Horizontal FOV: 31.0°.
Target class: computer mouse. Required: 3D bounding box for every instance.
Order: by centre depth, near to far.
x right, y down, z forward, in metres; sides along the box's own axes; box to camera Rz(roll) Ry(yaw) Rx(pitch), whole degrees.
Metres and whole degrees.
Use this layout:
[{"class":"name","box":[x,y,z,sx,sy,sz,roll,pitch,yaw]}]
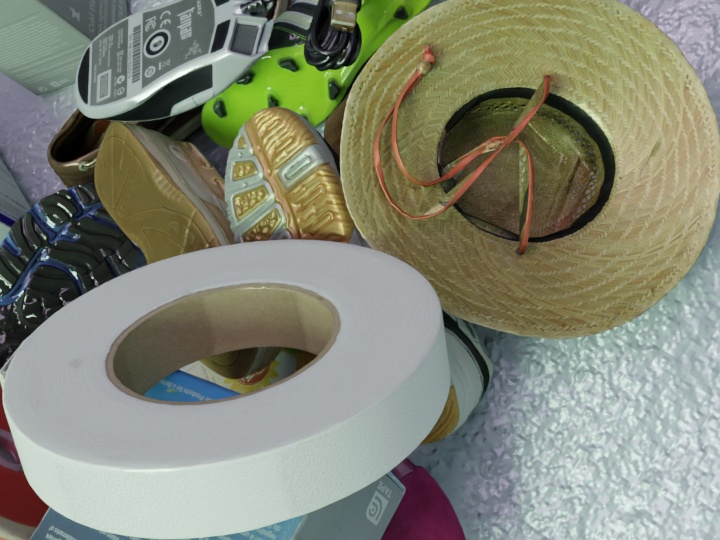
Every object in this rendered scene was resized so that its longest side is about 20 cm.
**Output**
[{"class":"computer mouse","box":[-0.081,-0.138,0.770,0.199,0.044,0.110,-18,58,23]}]

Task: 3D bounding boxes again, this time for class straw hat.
[{"class":"straw hat","box":[0.086,-0.054,0.706,0.200,0.085,0.202,1,82,-4]}]

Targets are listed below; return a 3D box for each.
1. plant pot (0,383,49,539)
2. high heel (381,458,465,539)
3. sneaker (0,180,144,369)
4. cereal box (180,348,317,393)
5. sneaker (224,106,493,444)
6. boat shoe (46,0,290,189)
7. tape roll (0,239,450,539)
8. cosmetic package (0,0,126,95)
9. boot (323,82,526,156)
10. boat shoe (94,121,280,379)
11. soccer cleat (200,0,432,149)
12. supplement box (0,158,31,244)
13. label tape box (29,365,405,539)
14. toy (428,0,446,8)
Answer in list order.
[{"class":"plant pot","box":[-0.236,0.157,0.702,0.177,0.200,0.200,-51,59,15]},{"class":"high heel","box":[-0.042,0.163,0.677,0.200,0.067,0.096,-39,84,8]},{"class":"sneaker","box":[-0.211,0.020,0.816,0.075,0.078,0.200,46,77,-6]},{"class":"cereal box","box":[-0.084,0.125,0.754,0.200,0.040,0.144,-35,62,10]},{"class":"sneaker","box":[0.000,0.000,0.711,0.076,0.088,0.200,-33,84,32]},{"class":"boat shoe","box":[-0.126,-0.129,0.845,0.075,0.075,0.203,37,89,30]},{"class":"tape roll","box":[-0.060,0.045,0.587,0.202,0.037,0.203,-8,27,4]},{"class":"cosmetic package","box":[-0.245,-0.211,0.857,0.090,0.200,0.107,-13,67,20]},{"class":"boot","box":[0.056,-0.118,0.759,0.200,0.074,0.076,-39,50,16]},{"class":"boat shoe","box":[-0.088,-0.019,0.764,0.200,0.069,0.074,55,130,34]},{"class":"soccer cleat","box":[-0.020,-0.149,0.815,0.200,0.068,0.081,-38,22,22]},{"class":"supplement box","box":[-0.305,-0.056,0.875,0.101,0.103,0.200,-44,55,7]},{"class":"label tape box","box":[-0.090,0.153,0.598,0.143,0.066,0.200,15,69,40]},{"class":"toy","box":[0.093,-0.223,0.793,0.115,0.047,0.201,-1,71,26]}]
